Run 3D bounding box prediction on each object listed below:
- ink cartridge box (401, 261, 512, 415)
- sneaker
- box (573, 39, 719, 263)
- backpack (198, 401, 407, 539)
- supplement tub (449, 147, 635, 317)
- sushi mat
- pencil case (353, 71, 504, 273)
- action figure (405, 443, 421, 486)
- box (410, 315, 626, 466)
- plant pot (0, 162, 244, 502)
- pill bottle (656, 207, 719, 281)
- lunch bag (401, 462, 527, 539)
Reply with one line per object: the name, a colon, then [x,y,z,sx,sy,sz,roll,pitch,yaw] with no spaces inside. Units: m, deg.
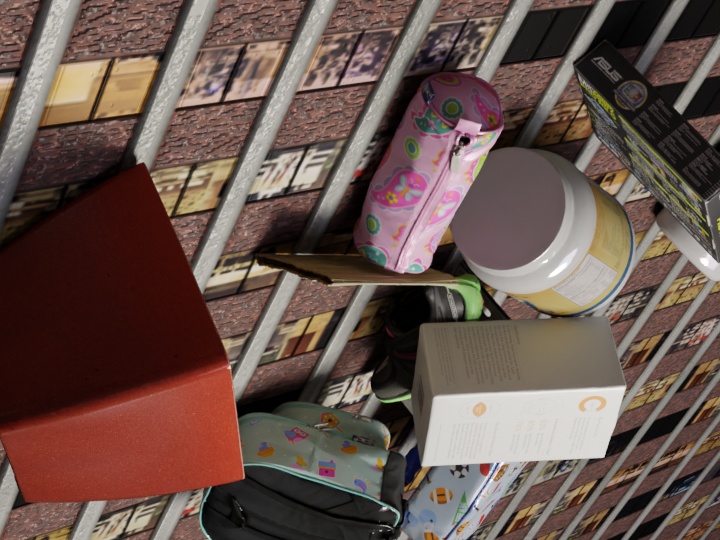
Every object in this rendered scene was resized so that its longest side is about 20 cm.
ink cartridge box: [0.105,0.090,1.858,0.037,0.095,0.200,-15,144,-40]
sneaker: [0.055,0.064,1.803,0.083,0.077,0.200,15,133,-20]
box: [0.298,-0.115,1.673,0.044,0.200,0.160,-38,153,-2]
backpack: [-0.065,0.228,1.774,0.199,0.154,0.176,13,135,-12]
supplement tub: [0.182,-0.039,1.704,0.145,0.145,0.200,-45,152,11]
sushi mat: [0.000,0.000,1.595,0.200,0.095,0.012,1,103,-52]
pencil case: [0.061,-0.086,1.539,0.087,0.088,0.200,-16,148,-38]
action figure: [0.034,0.220,1.997,0.200,0.099,0.065,-57,-178,-16]
box: [0.159,0.125,1.759,0.199,0.098,0.125,-2,139,-7]
plant pot: [-0.211,0.071,1.337,0.175,0.200,0.200,-19,149,-13]
pill bottle: [0.455,-0.091,2.009,0.200,0.111,0.111,-45,153,11]
lunch bag: [0.130,0.237,1.946,0.200,0.076,0.160,-53,163,21]
